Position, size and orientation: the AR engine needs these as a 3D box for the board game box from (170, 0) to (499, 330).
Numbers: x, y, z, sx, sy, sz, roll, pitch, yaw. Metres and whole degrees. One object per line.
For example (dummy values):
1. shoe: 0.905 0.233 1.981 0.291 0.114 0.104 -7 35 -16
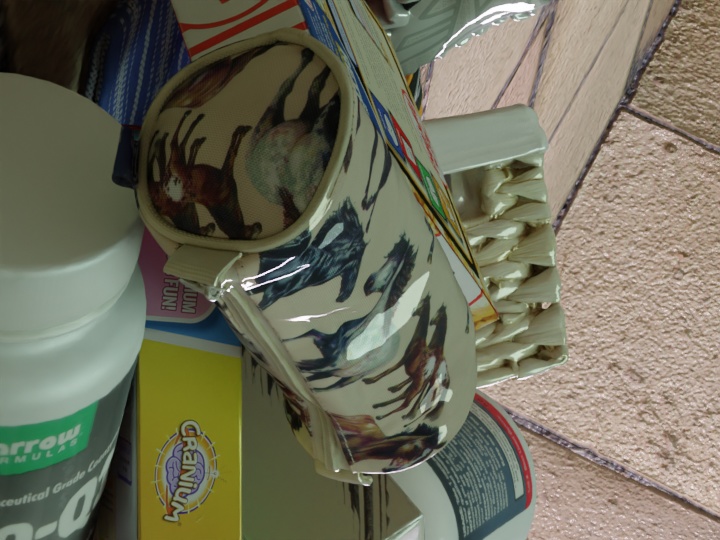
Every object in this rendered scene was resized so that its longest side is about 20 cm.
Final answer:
1. board game box: -0.017 -0.073 0.935 0.046 0.152 0.200 -25 147 9

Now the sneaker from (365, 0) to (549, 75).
1. sneaker: 0.047 -0.133 1.113 0.200 0.081 0.075 -51 -159 51

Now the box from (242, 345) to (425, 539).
1. box: -0.057 0.065 1.052 0.068 0.200 0.082 -35 159 -15

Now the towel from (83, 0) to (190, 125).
1. towel: -0.071 -0.113 1.101 0.200 0.024 0.145 -56 167 -40

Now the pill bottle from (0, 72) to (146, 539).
1. pill bottle: -0.137 0.035 0.853 0.113 0.113 0.200 -54 167 -45

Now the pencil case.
1. pencil case: -0.016 0.004 0.829 0.090 0.078 0.200 -56 152 -15

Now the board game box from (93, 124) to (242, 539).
1. board game box: -0.086 0.046 0.938 0.153 0.040 0.201 -164 -107 -69

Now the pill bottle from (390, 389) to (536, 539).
1. pill bottle: 0.003 0.125 1.194 0.120 0.119 0.200 -66 164 16

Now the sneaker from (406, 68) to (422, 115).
1. sneaker: -0.015 -0.068 1.409 0.077 0.078 0.201 102 7 -54

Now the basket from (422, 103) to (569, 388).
1. basket: 0.000 0.000 1.150 0.200 0.135 0.124 168 -89 -70
